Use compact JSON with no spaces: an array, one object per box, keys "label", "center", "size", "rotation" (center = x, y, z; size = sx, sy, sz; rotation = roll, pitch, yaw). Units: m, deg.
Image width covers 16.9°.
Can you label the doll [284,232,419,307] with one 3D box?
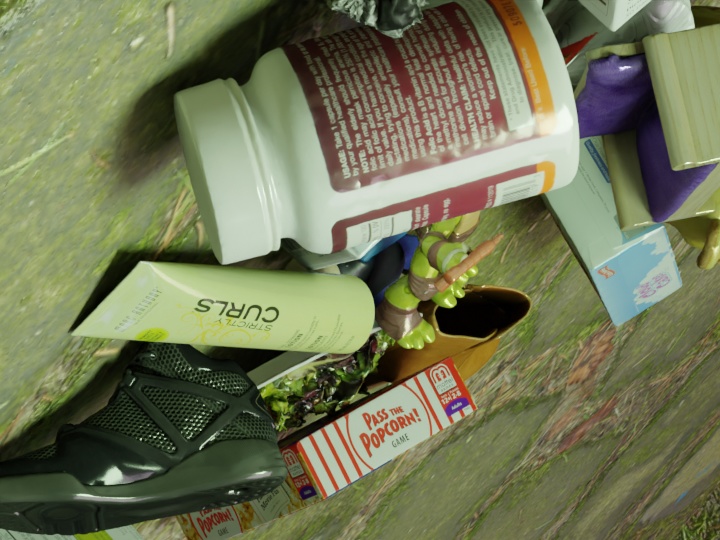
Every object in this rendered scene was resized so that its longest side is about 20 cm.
[{"label":"doll","center":[0.000,0.000,1.655],"size":[0.136,0.049,0.200],"rotation":[-43,165,20]}]

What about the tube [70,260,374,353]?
[{"label":"tube","center":[-0.078,0.024,1.481],"size":[0.200,0.052,0.058],"rotation":[6,100,-44]}]

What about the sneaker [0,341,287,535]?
[{"label":"sneaker","center":[-0.153,0.099,1.515],"size":[0.199,0.115,0.076],"rotation":[-11,158,-12]}]

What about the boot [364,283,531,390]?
[{"label":"boot","center":[0.082,0.045,1.836],"size":[0.144,0.071,0.201],"rotation":[-25,173,43]}]

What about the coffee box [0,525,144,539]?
[{"label":"coffee box","center":[-0.216,0.293,1.573],"size":[0.198,0.200,0.200],"rotation":[-20,149,-53]}]

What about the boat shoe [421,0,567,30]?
[{"label":"boat shoe","center":[0.081,-0.163,1.438],"size":[0.086,0.075,0.202],"rotation":[-54,163,27]}]

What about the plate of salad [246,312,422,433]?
[{"label":"plate of salad","center":[-0.041,0.085,1.681],"size":[0.200,0.048,0.200],"rotation":[-28,173,-4]}]

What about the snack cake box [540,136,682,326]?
[{"label":"snack cake box","center":[0.186,-0.040,1.864],"size":[0.067,0.115,0.200],"rotation":[-31,163,3]}]

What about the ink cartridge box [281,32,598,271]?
[{"label":"ink cartridge box","center":[0.039,-0.083,1.477],"size":[0.200,0.050,0.162],"rotation":[-45,-173,-10]}]

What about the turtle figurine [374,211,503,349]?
[{"label":"turtle figurine","center":[0.054,-0.025,1.568],"size":[0.200,0.064,0.162],"rotation":[-71,-178,-46]}]

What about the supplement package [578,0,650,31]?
[{"label":"supplement package","center":[0.152,-0.256,1.253],"size":[0.200,0.156,0.111],"rotation":[-41,161,-13]}]

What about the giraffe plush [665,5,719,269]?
[{"label":"giraffe plush","center":[0.256,-0.090,1.721],"size":[0.172,0.200,0.163],"rotation":[-5,111,-36]}]

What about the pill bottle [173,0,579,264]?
[{"label":"pill bottle","center":[0.007,-0.075,1.308],"size":[0.199,0.115,0.114],"rotation":[-15,156,-8]}]

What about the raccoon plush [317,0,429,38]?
[{"label":"raccoon plush","center":[0.006,-0.202,1.231],"size":[0.134,0.097,0.200],"rotation":[-63,-170,9]}]

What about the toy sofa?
[{"label":"toy sofa","center":[0.182,-0.083,1.492],"size":[0.097,0.083,0.200],"rotation":[-11,171,-5]}]

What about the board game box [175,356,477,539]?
[{"label":"board game box","center":[-0.029,0.136,1.760],"size":[0.151,0.046,0.200],"rotation":[-27,178,-36]}]

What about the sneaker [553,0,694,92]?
[{"label":"sneaker","center":[0.148,-0.162,1.546],"size":[0.078,0.100,0.200],"rotation":[-6,170,-19]}]
